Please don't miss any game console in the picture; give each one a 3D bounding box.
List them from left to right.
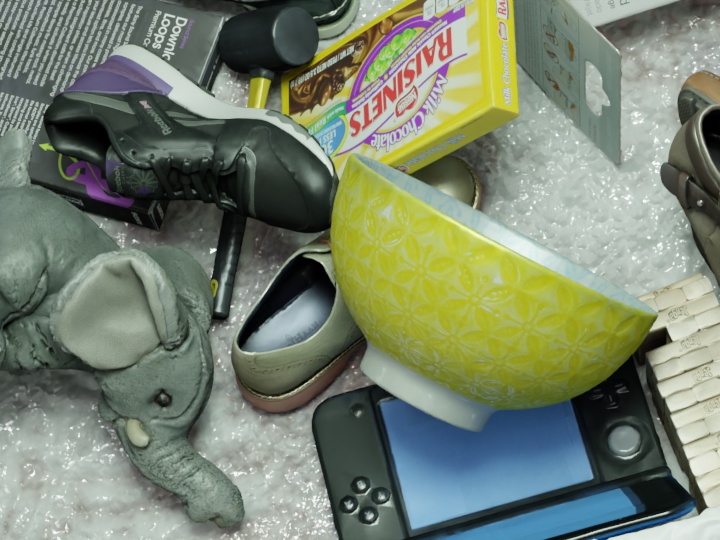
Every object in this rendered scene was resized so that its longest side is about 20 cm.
[{"bbox_3d":[0.075,0.107,1.348,0.198,0.119,0.172,-15,62,0],"label":"game console"}]

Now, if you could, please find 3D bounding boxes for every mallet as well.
[{"bbox_3d":[-0.065,-0.070,1.470,0.066,0.041,0.202,-13,66,49],"label":"mallet"}]

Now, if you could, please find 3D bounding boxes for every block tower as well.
[{"bbox_3d":[0.210,0.101,1.376,0.057,0.054,0.201,-21,67,-1],"label":"block tower"}]

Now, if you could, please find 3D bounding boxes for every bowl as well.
[{"bbox_3d":[0.059,0.026,1.342,0.199,0.200,0.108,28,96,16],"label":"bowl"}]

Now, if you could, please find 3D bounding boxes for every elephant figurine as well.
[{"bbox_3d":[-0.144,0.037,1.414,0.198,0.156,0.142,15,43,4],"label":"elephant figurine"}]

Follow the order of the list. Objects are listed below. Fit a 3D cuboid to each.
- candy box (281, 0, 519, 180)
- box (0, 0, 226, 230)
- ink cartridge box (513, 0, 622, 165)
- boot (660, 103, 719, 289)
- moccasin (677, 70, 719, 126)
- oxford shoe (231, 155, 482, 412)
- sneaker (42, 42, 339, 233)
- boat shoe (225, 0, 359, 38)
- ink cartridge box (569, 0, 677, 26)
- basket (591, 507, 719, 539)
[{"bbox_3d":[0.020,-0.106,1.426,0.026,0.199,0.103,13,64,-37],"label":"candy box"},{"bbox_3d":[-0.198,-0.118,1.521,0.199,0.036,0.144,15,72,14],"label":"box"},{"bbox_3d":[0.110,-0.177,1.438,0.050,0.162,0.200,-38,70,-9],"label":"ink cartridge box"},{"bbox_3d":[0.245,-0.003,1.362,0.070,0.146,0.200,-37,69,-11],"label":"boot"},{"bbox_3d":[0.285,-0.069,1.425,0.200,0.074,0.078,25,64,18],"label":"moccasin"},{"bbox_3d":[0.000,0.000,1.429,0.071,0.074,0.200,36,76,21],"label":"oxford shoe"},{"bbox_3d":[-0.104,-0.060,1.410,0.199,0.076,0.087,27,46,31],"label":"sneaker"},{"bbox_3d":[-0.097,-0.209,1.527,0.198,0.066,0.075,26,74,16],"label":"boat shoe"},{"bbox_3d":[0.204,-0.253,1.459,0.199,0.145,0.084,-18,29,-1],"label":"ink cartridge box"},{"bbox_3d":[0.114,0.230,1.251,0.198,0.198,0.162,-14,79,1],"label":"basket"}]
